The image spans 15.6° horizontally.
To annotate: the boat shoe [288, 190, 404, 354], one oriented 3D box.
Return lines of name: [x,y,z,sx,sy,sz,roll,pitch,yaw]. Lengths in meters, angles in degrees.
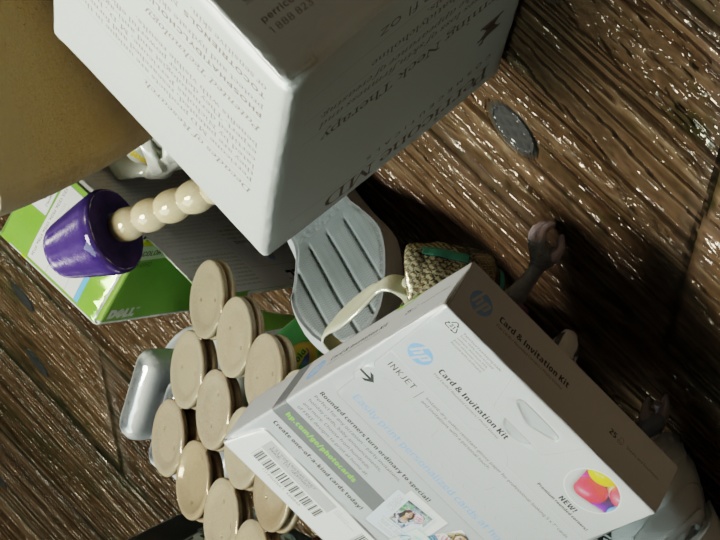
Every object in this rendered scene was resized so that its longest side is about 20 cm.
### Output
boat shoe: [0.000,0.000,1.568,0.067,0.074,0.200,46,-164,-31]

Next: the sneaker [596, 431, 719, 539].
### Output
sneaker: [0.193,0.170,1.478,0.115,0.075,0.200,41,165,25]

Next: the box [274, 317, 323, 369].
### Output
box: [0.012,0.101,1.697,0.048,0.117,0.200,14,139,60]

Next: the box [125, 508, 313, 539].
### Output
box: [-0.050,0.219,1.638,0.200,0.158,0.050,25,111,23]

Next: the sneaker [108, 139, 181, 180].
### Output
sneaker: [-0.108,-0.096,1.658,0.077,0.081,0.200,54,160,-5]

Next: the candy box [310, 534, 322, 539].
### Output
candy box: [0.063,0.163,1.562,0.115,0.200,0.055,36,155,37]

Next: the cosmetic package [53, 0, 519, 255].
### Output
cosmetic package: [-0.033,-0.147,1.245,0.166,0.167,0.200,47,162,12]

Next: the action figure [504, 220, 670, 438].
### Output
action figure: [0.078,0.067,1.450,0.134,0.149,0.200,56,175,2]

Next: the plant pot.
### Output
plant pot: [-0.222,-0.130,1.579,0.200,0.177,0.200,-14,92,49]

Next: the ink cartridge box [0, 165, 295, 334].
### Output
ink cartridge box: [-0.117,0.002,1.751,0.200,0.076,0.148,42,-155,23]

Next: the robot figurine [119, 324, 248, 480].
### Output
robot figurine: [-0.061,0.092,1.772,0.170,0.200,0.113,44,123,42]

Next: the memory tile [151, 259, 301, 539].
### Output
memory tile: [-0.074,0.095,1.587,0.200,0.017,0.153,48,127,54]

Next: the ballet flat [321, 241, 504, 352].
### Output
ballet flat: [0.011,0.053,1.443,0.075,0.068,0.200,18,134,-10]

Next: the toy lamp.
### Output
toy lamp: [-0.111,-0.041,1.626,0.200,0.058,0.058,-18,115,31]

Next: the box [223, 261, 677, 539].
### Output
box: [0.043,0.097,1.387,0.156,0.041,0.200,45,137,-11]
